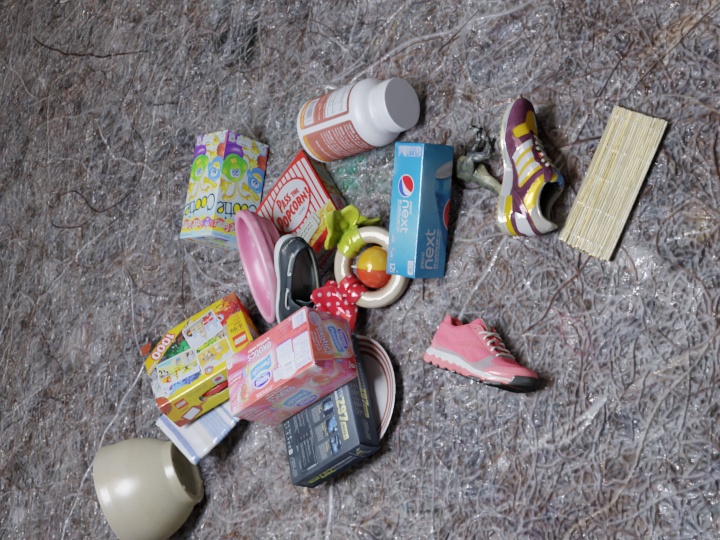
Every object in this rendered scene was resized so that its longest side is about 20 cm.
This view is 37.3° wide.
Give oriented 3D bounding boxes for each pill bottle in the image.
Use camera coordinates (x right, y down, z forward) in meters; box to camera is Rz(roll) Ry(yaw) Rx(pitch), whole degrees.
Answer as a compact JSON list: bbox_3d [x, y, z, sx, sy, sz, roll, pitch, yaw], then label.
[{"bbox_3d":[-0.002,-0.251,1.760,0.199,0.112,0.113,-11,69,45],"label":"pill bottle"}]

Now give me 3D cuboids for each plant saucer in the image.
[{"bbox_3d":[-0.163,-0.011,1.838,0.200,0.051,0.202,162,90,-75],"label":"plant saucer"}]

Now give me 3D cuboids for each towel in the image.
[{"bbox_3d":[-0.260,0.234,1.883,0.200,0.024,0.147,-46,44,-8],"label":"towel"}]

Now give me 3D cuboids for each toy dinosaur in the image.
[{"bbox_3d":[0.169,-0.166,1.598,0.200,0.047,0.089,39,115,45],"label":"toy dinosaur"}]

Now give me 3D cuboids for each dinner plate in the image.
[{"bbox_3d":[-0.011,0.203,1.683,0.200,0.024,0.201,-17,66,42],"label":"dinner plate"}]

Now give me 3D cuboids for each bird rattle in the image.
[{"bbox_3d":[0.000,0.000,1.686,0.162,0.113,0.201,3,85,29],"label":"bird rattle"}]

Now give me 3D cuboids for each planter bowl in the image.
[{"bbox_3d":[-0.363,0.382,1.900,0.134,0.200,0.201,-24,56,9],"label":"planter bowl"}]

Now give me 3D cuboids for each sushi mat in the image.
[{"bbox_3d":[0.334,-0.117,1.424,0.096,0.012,0.201,28,98,47],"label":"sushi mat"}]

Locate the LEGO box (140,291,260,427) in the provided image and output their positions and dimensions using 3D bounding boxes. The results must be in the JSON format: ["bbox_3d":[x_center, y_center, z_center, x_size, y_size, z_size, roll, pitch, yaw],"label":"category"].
[{"bbox_3d":[-0.270,0.156,1.878,0.199,0.077,0.149,-32,48,4],"label":"LEGO box"}]

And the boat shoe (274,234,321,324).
[{"bbox_3d":[-0.098,0.042,1.743,0.060,0.075,0.201,26,133,51],"label":"boat shoe"}]

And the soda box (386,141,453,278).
[{"bbox_3d":[0.090,-0.091,1.607,0.064,0.068,0.201,11,98,47],"label":"soda box"}]

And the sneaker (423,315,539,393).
[{"bbox_3d":[0.168,0.111,1.483,0.200,0.074,0.087,15,87,49],"label":"sneaker"}]

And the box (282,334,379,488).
[{"bbox_3d":[-0.056,0.217,1.672,0.158,0.051,0.201,-37,51,33],"label":"box"}]

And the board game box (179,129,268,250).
[{"bbox_3d":[-0.254,-0.148,2.004,0.103,0.105,0.201,-3,76,46],"label":"board game box"}]

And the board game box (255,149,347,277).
[{"bbox_3d":[-0.094,-0.089,1.854,0.152,0.046,0.200,-51,46,22],"label":"board game box"}]

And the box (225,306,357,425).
[{"bbox_3d":[-0.108,0.151,1.643,0.200,0.094,0.103,-35,51,34],"label":"box"}]

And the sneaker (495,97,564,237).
[{"bbox_3d":[0.246,-0.146,1.494,0.090,0.075,0.201,-3,81,38],"label":"sneaker"}]
